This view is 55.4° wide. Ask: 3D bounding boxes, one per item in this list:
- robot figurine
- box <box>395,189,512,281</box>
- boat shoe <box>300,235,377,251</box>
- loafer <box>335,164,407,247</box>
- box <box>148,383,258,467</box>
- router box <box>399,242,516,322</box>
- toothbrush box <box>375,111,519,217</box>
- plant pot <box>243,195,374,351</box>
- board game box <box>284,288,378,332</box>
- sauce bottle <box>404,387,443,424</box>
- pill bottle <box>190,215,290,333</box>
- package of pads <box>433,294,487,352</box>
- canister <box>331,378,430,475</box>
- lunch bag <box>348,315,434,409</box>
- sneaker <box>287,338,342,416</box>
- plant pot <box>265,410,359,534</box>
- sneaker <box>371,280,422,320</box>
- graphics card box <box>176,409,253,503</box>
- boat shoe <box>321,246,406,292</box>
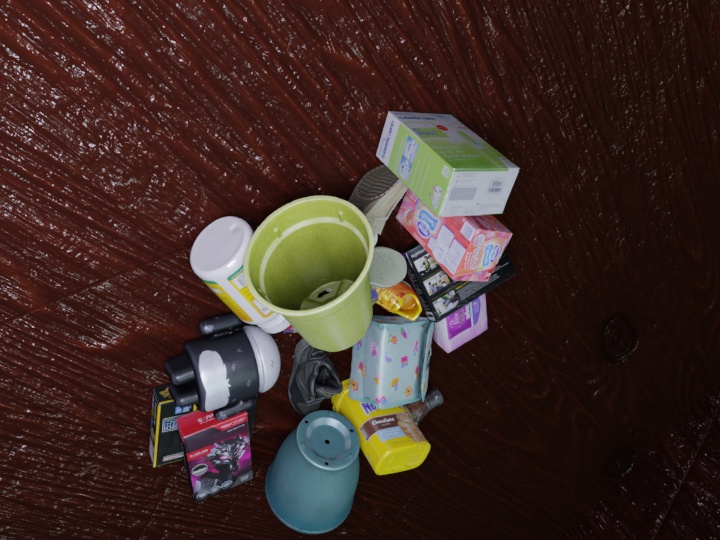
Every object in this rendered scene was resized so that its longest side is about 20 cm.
[{"bbox_3d":[-0.236,0.169,1.191,0.195,0.127,0.152,-15,149,-26],"label":"robot figurine"},{"bbox_3d":[0.162,-0.080,1.222,0.093,0.201,0.105,4,122,-37],"label":"box"},{"bbox_3d":[-0.055,-0.059,1.183,0.198,0.059,0.075,-5,82,-42],"label":"boat shoe"},{"bbox_3d":[0.016,-0.102,1.166,0.201,0.075,0.069,-49,141,-21],"label":"loafer"},{"bbox_3d":[-0.293,0.274,1.287,0.195,0.049,0.163,-7,126,-32],"label":"box"},{"bbox_3d":[0.193,-0.013,1.352,0.196,0.051,0.152,-29,97,-13],"label":"router box"},{"bbox_3d":[0.139,-0.178,1.126,0.142,0.201,0.088,-5,127,-32],"label":"toothbrush box"},{"bbox_3d":[-0.058,0.024,1.056,0.198,0.202,0.186,-33,146,-8],"label":"plant pot"},{"bbox_3d":[-0.055,0.092,1.253,0.194,0.040,0.159,-17,160,-2],"label":"board game box"},{"bbox_3d":[0.108,0.346,1.628,0.196,0.066,0.067,-27,136,-13],"label":"sauce bottle"},{"bbox_3d":[-0.179,0.015,1.113,0.112,0.113,0.201,-38,137,-3],"label":"pill bottle"},{"bbox_3d":[0.208,0.074,1.474,0.118,0.076,0.203,-29,136,-15],"label":"package of pads"},{"bbox_3d":[0.044,0.328,1.466,0.145,0.201,0.088,1,125,-36],"label":"canister"},{"bbox_3d":[0.080,0.180,1.404,0.196,0.120,0.176,2,94,-43],"label":"lunch bag"},{"bbox_3d":[-0.091,0.240,1.362,0.074,0.115,0.204,-10,131,-26],"label":"sneaker"},{"bbox_3d":[-0.085,0.396,1.408,0.195,0.202,0.191,-9,138,-30],"label":"plant pot"},{"bbox_3d":[0.046,0.037,1.320,0.196,0.078,0.074,22,112,-34],"label":"sneaker"},{"bbox_3d":[-0.269,0.336,1.284,0.122,0.051,0.204,-17,134,-24],"label":"graphics card box"},{"bbox_3d":[0.000,0.000,1.242,0.195,0.062,0.077,-10,93,-34],"label":"boat shoe"}]
